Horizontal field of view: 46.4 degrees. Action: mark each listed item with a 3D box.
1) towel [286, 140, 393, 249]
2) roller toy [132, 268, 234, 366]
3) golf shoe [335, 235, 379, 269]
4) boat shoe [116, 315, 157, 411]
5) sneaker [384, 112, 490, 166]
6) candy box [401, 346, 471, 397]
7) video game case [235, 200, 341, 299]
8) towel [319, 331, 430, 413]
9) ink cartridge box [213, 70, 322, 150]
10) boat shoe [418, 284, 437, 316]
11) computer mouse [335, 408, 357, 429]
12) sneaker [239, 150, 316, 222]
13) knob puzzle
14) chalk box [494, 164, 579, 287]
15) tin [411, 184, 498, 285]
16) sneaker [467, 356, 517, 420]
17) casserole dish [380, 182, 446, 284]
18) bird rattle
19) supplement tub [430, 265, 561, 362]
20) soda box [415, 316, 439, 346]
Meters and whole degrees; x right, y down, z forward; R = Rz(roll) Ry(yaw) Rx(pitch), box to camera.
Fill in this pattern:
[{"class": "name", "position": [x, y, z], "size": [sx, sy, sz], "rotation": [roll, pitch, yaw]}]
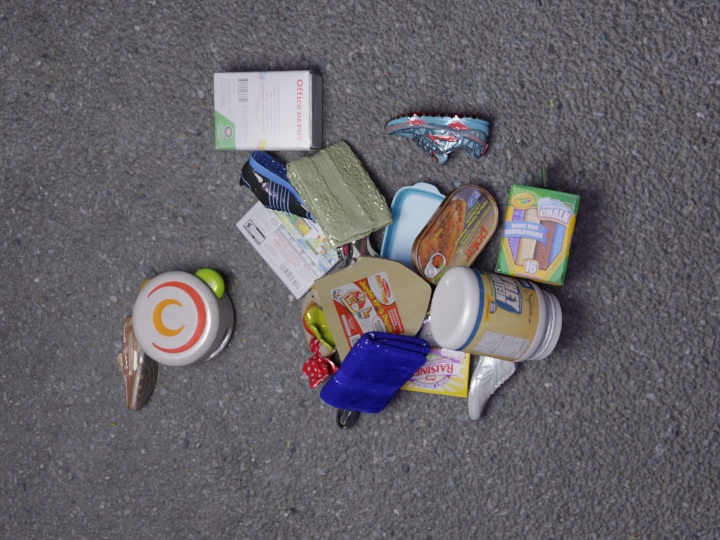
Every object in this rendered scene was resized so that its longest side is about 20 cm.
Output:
[{"class": "towel", "position": [-0.038, -0.146, 1.575], "size": [0.147, 0.037, 0.202], "rotation": [-25, 71, -21]}, {"class": "roller toy", "position": [-0.353, 0.097, 1.681], "size": [0.196, 0.140, 0.187], "rotation": [-6, 85, 9]}, {"class": "golf shoe", "position": [0.000, 0.000, 1.611], "size": [0.086, 0.077, 0.204], "rotation": [-9, 110, -5]}, {"class": "boat shoe", "position": [-0.471, 0.190, 1.760], "size": [0.070, 0.076, 0.204], "rotation": [7, 89, 16]}, {"class": "sneaker", "position": [0.138, -0.242, 1.553], "size": [0.196, 0.079, 0.098], "rotation": [5, 100, 13]}, {"class": "candy box", "position": [0.116, 0.184, 1.634], "size": [0.196, 0.026, 0.105], "rotation": [5, 101, 14]}, {"class": "video game case", "position": [-0.123, -0.078, 1.666], "size": [0.182, 0.022, 0.201], "rotation": [-42, 85, 15]}, {"class": "towel", "position": [0.027, 0.192, 1.536], "size": [0.145, 0.050, 0.201], "rotation": [9, 135, -27]}, {"class": "ink cartridge box", "position": [-0.175, -0.306, 1.618], "size": [0.196, 0.087, 0.149], "rotation": [2, 97, 15]}, {"class": "boat shoe", "position": [0.089, 0.042, 1.560], "size": [0.196, 0.072, 0.069], "rotation": [1, 110, 3]}, {"class": "computer mouse", "position": [0.009, 0.231, 1.643], "size": [0.058, 0.034, 0.201], "rotation": [26, 113, -25]}, {"class": "sneaker", "position": [-0.145, -0.144, 1.624], "size": [0.199, 0.070, 0.078], "rotation": [38, 125, 2]}, {"class": "knob puzzle", "position": [0.033, 0.061, 1.522], "size": [0.215, 0.031, 0.224], "rotation": [-2, 109, -5]}, {"class": "chalk box", "position": [0.319, -0.082, 1.495], "size": [0.122, 0.125, 0.204], "rotation": [12, 91, 12]}, {"class": "tin", "position": [0.173, -0.064, 1.545], "size": [0.112, 0.042, 0.201], "rotation": [39, 80, -11]}, {"class": "sneaker", "position": [0.251, 0.191, 1.580], "size": [0.079, 0.070, 0.204], "rotation": [16, 100, 8]}, {"class": "casserole dish", "position": [0.108, -0.066, 1.601], "size": [0.119, 0.039, 0.204], "rotation": [15, 100, 11]}, {"class": "bird rattle", "position": [-0.067, 0.119, 1.629], "size": [0.111, 0.201, 0.165], "rotation": [-13, 58, -20]}, {"class": "supplement tub", "position": [0.236, 0.080, 1.471], "size": [0.196, 0.145, 0.147], "rotation": [12, 101, -21]}, {"class": "soda box", "position": [0.131, 0.104, 1.599], "size": [0.196, 0.068, 0.065], "rotation": [4, 99, 13]}]
